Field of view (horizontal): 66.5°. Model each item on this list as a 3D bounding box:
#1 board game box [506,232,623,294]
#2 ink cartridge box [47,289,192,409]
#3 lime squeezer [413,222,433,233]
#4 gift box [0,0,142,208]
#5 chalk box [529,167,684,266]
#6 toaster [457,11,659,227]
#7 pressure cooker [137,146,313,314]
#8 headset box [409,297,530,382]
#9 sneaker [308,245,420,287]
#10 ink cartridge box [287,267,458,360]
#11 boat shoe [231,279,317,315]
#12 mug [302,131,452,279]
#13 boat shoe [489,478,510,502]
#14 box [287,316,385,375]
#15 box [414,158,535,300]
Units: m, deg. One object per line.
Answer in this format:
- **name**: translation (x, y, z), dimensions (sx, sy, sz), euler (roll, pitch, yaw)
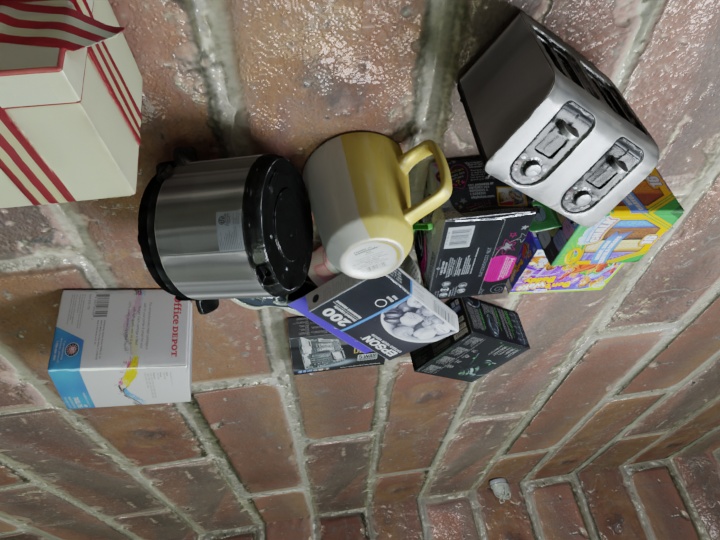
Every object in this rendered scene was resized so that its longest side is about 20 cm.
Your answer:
- **board game box**: translation (0.379, -0.016, 1.005), dimensions (0.198, 0.045, 0.135), euler (-2, 144, -12)
- **ink cartridge box**: translation (-0.385, 0.130, 0.917), dimensions (0.198, 0.148, 0.147), euler (0, 143, -14)
- **lime squeezer**: translation (0.039, -0.059, 0.833), dimensions (0.199, 0.071, 0.038), euler (-3, 117, 39)
- **gift box**: translation (-0.288, -0.183, 0.481), dimensions (0.198, 0.186, 0.187), euler (-11, 155, -5)
- **chalk box**: translation (0.336, -0.091, 0.818), dimensions (0.198, 0.126, 0.124), euler (-2, 145, -14)
- **toaster**: translation (0.217, -0.173, 0.629), dimensions (0.180, 0.201, 0.119), euler (22, 132, -27)
- **pressure cooker**: translation (-0.175, -0.053, 0.682), dimensions (0.198, 0.177, 0.179), euler (-3, 147, 16)
- **headset box**: translation (0.229, 0.150, 1.158), dimensions (0.199, 0.093, 0.174), euler (17, 137, -34)
- **sneaker**: translation (0.000, 0.000, 0.900), dimensions (0.199, 0.076, 0.104), euler (13, 159, -36)
- **ink cartridge box**: translation (0.018, 0.075, 0.867), dimensions (0.199, 0.044, 0.198), euler (-28, 132, 32)
- **boat shoe**: translation (-0.136, 0.030, 0.906), dimensions (0.199, 0.075, 0.062), euler (21, 136, -39)
- **mug**: translation (0.011, -0.085, 0.714), dimensions (0.148, 0.154, 0.187), euler (9, 140, -25)
- **boat shoe**: translation (0.637, 1.000, 2.478), dimensions (0.074, 0.087, 0.202), euler (-22, 141, 14)
- **box**: translation (-0.044, 0.146, 1.116), dimensions (0.198, 0.050, 0.158), euler (-5, 145, -8)
- **box**: translation (0.159, -0.059, 0.825), dimensions (0.131, 0.116, 0.201), euler (-5, 145, -5)
